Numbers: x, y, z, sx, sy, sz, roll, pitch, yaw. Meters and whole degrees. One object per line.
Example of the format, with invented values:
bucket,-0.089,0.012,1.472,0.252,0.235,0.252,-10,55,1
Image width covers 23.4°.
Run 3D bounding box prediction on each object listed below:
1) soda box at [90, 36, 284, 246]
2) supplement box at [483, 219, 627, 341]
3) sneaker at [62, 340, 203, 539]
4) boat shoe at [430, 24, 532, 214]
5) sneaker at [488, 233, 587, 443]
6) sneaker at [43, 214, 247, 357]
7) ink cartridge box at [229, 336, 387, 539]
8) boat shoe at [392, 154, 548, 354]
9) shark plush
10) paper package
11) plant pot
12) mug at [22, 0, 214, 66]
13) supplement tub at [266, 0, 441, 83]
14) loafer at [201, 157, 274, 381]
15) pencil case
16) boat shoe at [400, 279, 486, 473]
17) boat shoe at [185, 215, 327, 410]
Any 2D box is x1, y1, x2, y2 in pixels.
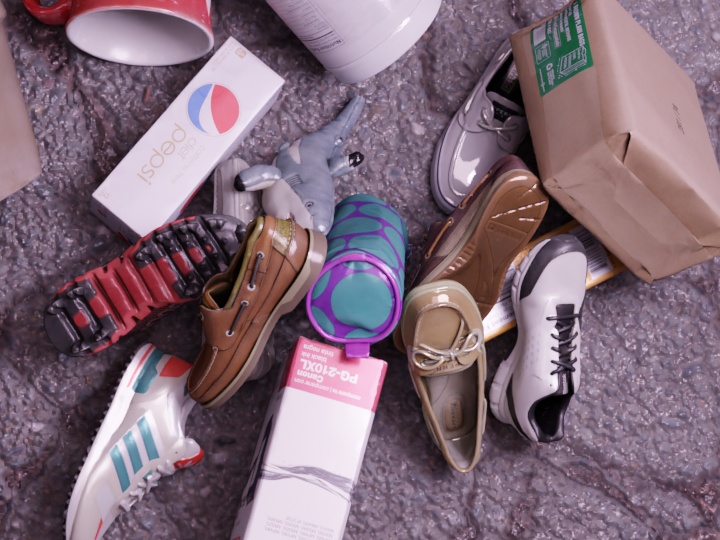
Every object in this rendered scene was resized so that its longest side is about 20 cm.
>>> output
soda box,-0.157,-0.114,1.580,0.068,0.064,0.200,39,75,-1
supplement box,0.156,0.010,1.612,0.199,0.067,0.069,-24,87,-13
sneaker,-0.190,0.166,1.515,0.093,0.070,0.201,22,73,1
boat shoe,0.130,-0.145,1.636,0.072,0.066,0.201,33,75,-3
sneaker,0.174,0.064,1.548,0.073,0.080,0.201,-5,119,-25
sneaker,-0.180,0.007,1.521,0.200,0.098,0.071,-29,91,10
ink cartridge box,-0.050,0.173,1.501,0.084,0.145,0.201,17,76,-5
boat shoe,0.090,-0.015,1.528,0.072,0.072,0.201,20,113,-27
shark plush,-0.031,-0.085,1.574,0.200,0.083,0.091,-49,122,-52
paper package,0.234,-0.122,1.552,0.190,0.103,0.201,38,34,-39
plant pot,-0.365,-0.133,1.495,0.199,0.200,0.174,-32,102,-14
mug,-0.215,-0.306,1.576,0.176,0.133,0.201,5,75,-11
supplement tub,-0.034,-0.283,1.568,0.200,0.132,0.132,46,74,-24
loafer,-0.120,0.000,1.559,0.069,0.070,0.202,-5,81,21
pencil case,0.000,0.000,1.516,0.084,0.200,0.093,4,107,3
boat shoe,0.078,0.092,1.517,0.073,0.201,0.063,-11,44,-5
boat shoe,-0.106,0.031,1.460,0.068,0.072,0.200,22,119,-23
